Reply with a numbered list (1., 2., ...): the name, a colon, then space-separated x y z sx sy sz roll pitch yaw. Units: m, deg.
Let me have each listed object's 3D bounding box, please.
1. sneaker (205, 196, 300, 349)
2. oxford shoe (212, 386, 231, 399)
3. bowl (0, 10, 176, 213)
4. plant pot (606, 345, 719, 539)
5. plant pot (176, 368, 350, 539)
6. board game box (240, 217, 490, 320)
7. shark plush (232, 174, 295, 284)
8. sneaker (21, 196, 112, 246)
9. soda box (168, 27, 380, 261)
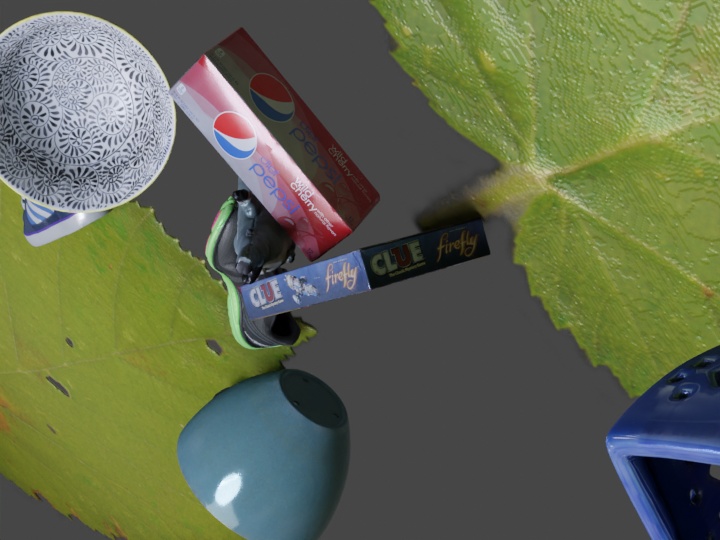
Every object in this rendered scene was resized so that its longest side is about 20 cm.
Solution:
1. sneaker: -0.104 0.002 1.281 0.083 0.077 0.201 7 138 21
2. oxford shoe: -0.112 0.226 1.545 0.201 0.073 0.084 50 164 -3
3. bowl: -0.278 -0.168 1.221 0.198 0.094 0.203 -1 116 -3
4. plant pot: 0.315 0.132 0.811 0.199 0.180 0.201 -2 126 51
5. plant pot: -0.088 0.190 1.380 0.200 0.200 0.135 40 113 8
6. board game box: 0.000 0.000 1.082 0.199 0.134 0.035 -15 91 54
7. shark plush: -0.104 -0.039 1.122 0.090 0.200 0.084 -12 112 20
8. sneaker: -0.372 -0.115 1.447 0.199 0.080 0.148 -9 112 57
9. soda box: -0.074 -0.111 1.093 0.200 0.070 0.063 49 131 -7
